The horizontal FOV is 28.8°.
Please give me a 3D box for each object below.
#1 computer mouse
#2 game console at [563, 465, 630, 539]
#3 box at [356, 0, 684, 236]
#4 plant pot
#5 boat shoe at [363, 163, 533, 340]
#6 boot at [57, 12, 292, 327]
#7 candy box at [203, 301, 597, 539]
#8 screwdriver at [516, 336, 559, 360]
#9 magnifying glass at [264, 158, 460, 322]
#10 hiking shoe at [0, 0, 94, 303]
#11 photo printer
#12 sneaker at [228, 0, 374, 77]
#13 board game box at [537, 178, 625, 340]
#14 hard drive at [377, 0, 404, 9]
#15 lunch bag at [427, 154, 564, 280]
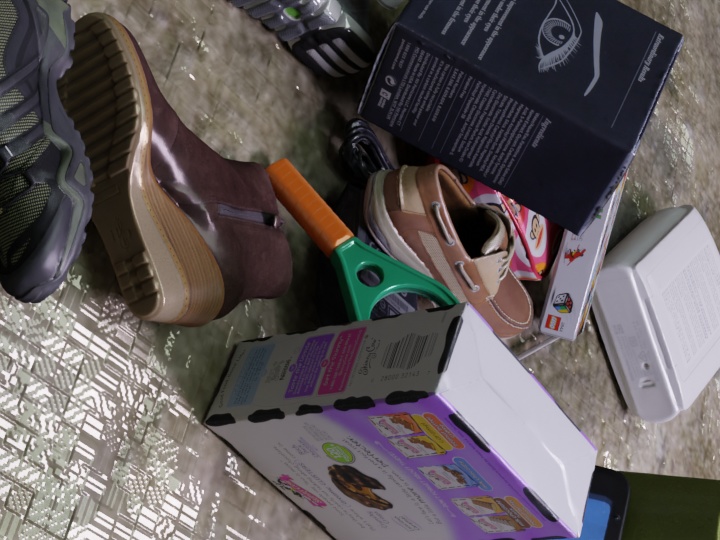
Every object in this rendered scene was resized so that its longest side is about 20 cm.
[{"bbox_3d":[0.007,-0.001,1.054,0.139,0.052,0.201,46,38,-36],"label":"computer mouse"},{"bbox_3d":[0.100,0.198,1.061,0.176,0.116,0.201,47,47,-33],"label":"game console"},{"bbox_3d":[0.122,-0.147,1.063,0.199,0.105,0.148,30,51,3],"label":"box"},{"bbox_3d":[0.240,0.245,1.165,0.199,0.189,0.202,15,70,-48],"label":"plant pot"},{"bbox_3d":[0.082,-0.011,1.057,0.200,0.071,0.076,40,42,-41],"label":"boat shoe"},{"bbox_3d":[-0.117,-0.065,0.916,0.166,0.072,0.202,-15,91,-64],"label":"boot"},{"bbox_3d":[0.026,0.109,0.923,0.168,0.199,0.072,47,49,-33],"label":"candy box"},{"bbox_3d":[0.131,0.074,1.205,0.029,0.028,0.200,49,36,10],"label":"screwdriver"},{"bbox_3d":[0.000,0.000,0.978,0.079,0.022,0.200,-32,73,-29],"label":"magnifying glass"},{"bbox_3d":[-0.212,-0.079,0.790,0.100,0.075,0.202,6,67,-41],"label":"hiking shoe"},{"bbox_3d":[0.308,0.034,1.398,0.200,0.069,0.168,-36,109,-50],"label":"photo printer"},{"bbox_3d":[-0.054,-0.240,1.027,0.200,0.074,0.117,45,42,-46],"label":"sneaker"},{"bbox_3d":[0.200,-0.043,1.212,0.126,0.034,0.202,-8,113,-77],"label":"board game box"},{"bbox_3d":[-0.007,-0.296,1.061,0.132,0.026,0.201,44,30,-27],"label":"hard drive"},{"bbox_3d":[0.139,-0.091,1.204,0.177,0.081,0.201,61,40,-34],"label":"lunch bag"}]
